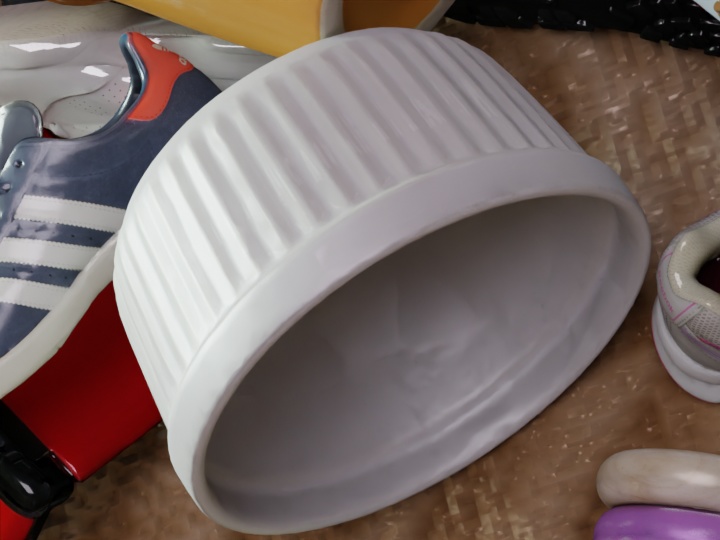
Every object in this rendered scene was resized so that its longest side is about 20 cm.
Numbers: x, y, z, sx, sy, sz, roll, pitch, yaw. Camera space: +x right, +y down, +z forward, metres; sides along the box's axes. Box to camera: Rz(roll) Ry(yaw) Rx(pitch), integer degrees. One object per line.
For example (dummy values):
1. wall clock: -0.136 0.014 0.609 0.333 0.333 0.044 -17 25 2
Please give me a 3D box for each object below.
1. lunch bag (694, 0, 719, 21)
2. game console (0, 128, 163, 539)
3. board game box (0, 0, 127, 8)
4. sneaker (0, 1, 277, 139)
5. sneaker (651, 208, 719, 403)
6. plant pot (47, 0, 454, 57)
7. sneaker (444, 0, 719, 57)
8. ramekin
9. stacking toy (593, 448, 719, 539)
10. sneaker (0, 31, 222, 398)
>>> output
1. lunch bag: 0.192 -0.122 0.790 0.170 0.200 0.124 42 117 18
2. game console: -0.177 0.043 0.999 0.200 0.119 0.173 42 124 23
3. board game box: -0.077 -0.195 1.014 0.199 0.028 0.136 -13 75 15
4. sneaker: -0.102 -0.069 0.970 0.199 0.075 0.089 4 114 15
5. sneaker: 0.201 -0.007 0.843 0.199 0.088 0.082 -23 71 12
6. plant pot: -0.047 -0.172 0.875 0.183 0.200 0.200 33 89 22
7. sneaker: 0.115 -0.146 0.916 0.199 0.076 0.088 11 76 21
8. ramekin: 0.000 0.000 0.856 0.200 0.200 0.105 -38 61 7
9. stacking toy: 0.116 0.171 0.827 0.085 0.085 0.201 6 76 20
10. sneaker: -0.137 -0.016 0.898 0.200 0.075 0.085 -44 103 -13
